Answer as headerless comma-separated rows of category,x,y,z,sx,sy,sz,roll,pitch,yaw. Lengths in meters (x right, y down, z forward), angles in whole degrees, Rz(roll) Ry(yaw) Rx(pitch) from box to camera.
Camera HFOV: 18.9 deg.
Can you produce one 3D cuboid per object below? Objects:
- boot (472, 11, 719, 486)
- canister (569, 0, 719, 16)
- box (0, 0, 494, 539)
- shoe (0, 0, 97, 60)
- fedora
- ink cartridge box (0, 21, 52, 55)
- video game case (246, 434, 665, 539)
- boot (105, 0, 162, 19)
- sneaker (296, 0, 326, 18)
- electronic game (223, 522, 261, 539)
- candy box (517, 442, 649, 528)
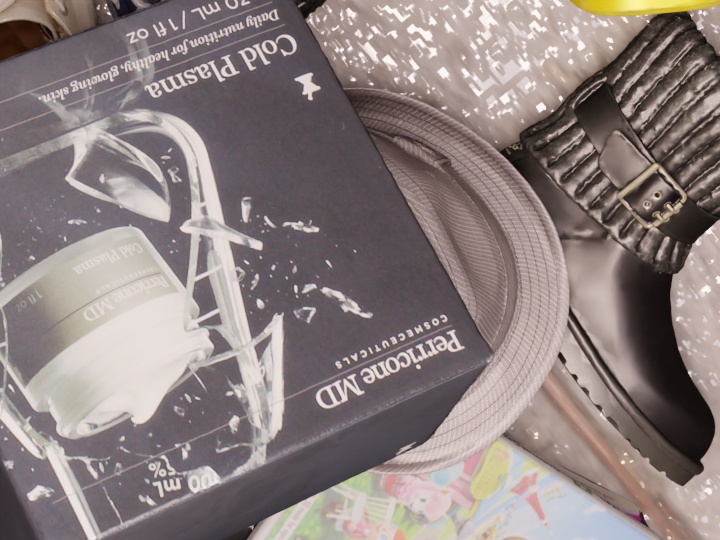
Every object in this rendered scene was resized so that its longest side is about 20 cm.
boot,0.160,-0.009,1.096,0.158,0.079,0.211,-34,103,6
canister,0.125,-0.228,1.005,0.086,0.149,0.200,-6,106,-1
box,-0.087,0.010,0.895,0.200,0.124,0.197,-24,76,-21
shoe,-0.155,-0.095,1.044,0.070,0.053,0.200,-1,87,-24
fedora,0.000,0.000,1.024,0.200,0.090,0.177,42,90,8
ink cartridge box,-0.244,-0.114,1.058,0.176,0.045,0.200,-27,97,-24
video game case,0.028,0.172,1.103,0.182,0.022,0.200,33,100,-8
boot,-0.096,-0.135,1.047,0.073,0.090,0.200,-26,104,4
sneaker,-0.032,-0.165,1.026,0.080,0.074,0.200,47,59,-2
electronic game,-0.080,0.057,1.109,0.200,0.042,0.200,-2,96,-16
candy box,0.047,0.188,1.150,0.136,0.061,0.200,27,101,-8
